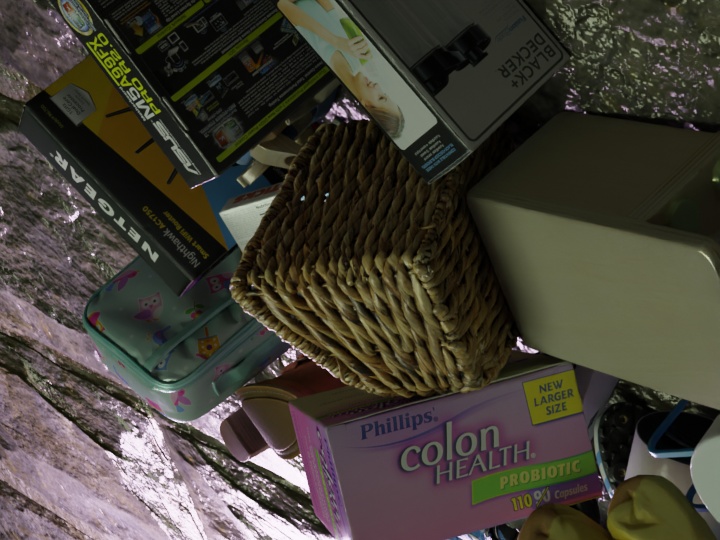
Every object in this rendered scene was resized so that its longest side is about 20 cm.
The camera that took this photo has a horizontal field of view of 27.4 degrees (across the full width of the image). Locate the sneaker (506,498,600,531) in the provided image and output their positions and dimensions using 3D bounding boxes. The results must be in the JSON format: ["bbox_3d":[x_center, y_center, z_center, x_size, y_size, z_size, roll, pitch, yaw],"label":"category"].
[{"bbox_3d":[0.121,0.165,1.210,0.200,0.067,0.091,31,-167,-14],"label":"sneaker"}]

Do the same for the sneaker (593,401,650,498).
[{"bbox_3d":[0.236,0.191,1.162,0.200,0.072,0.072,58,165,-10],"label":"sneaker"}]

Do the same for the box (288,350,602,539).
[{"bbox_3d":[0.054,0.127,1.071,0.200,0.176,0.097,175,82,-80],"label":"box"}]

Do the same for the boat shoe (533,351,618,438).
[{"bbox_3d":[0.157,0.085,1.137,0.068,0.072,0.200,35,156,17],"label":"boat shoe"}]

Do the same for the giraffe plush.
[{"bbox_3d":[0.208,0.241,0.961,0.200,0.173,0.162,-5,145,24],"label":"giraffe plush"}]

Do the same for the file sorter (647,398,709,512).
[{"bbox_3d":[0.304,0.149,0.962,0.200,0.123,0.139,53,151,-13],"label":"file sorter"}]

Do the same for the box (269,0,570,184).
[{"bbox_3d":[0.026,-0.169,0.940,0.200,0.117,0.060,50,148,-4],"label":"box"}]

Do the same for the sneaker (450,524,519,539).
[{"bbox_3d":[0.130,0.219,1.314,0.200,0.079,0.089,24,160,22],"label":"sneaker"}]

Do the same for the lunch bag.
[{"bbox_3d":[-0.131,0.031,1.310,0.160,0.200,0.077,34,155,37],"label":"lunch bag"}]

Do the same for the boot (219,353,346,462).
[{"bbox_3d":[-0.033,0.104,1.313,0.077,0.155,0.200,54,156,6],"label":"boot"}]

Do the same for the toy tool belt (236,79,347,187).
[{"bbox_3d":[-0.078,-0.128,1.118,0.125,0.123,0.200,38,150,15],"label":"toy tool belt"}]

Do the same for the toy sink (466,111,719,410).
[{"bbox_3d":[0.187,-0.012,0.927,0.200,0.112,0.130,16,139,50],"label":"toy sink"}]

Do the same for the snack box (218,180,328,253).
[{"bbox_3d":[-0.013,-0.045,1.157,0.200,0.024,0.072,-14,117,31],"label":"snack box"}]

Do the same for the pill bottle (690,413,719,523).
[{"bbox_3d":[0.273,0.061,0.811,0.114,0.200,0.114,33,148,24],"label":"pill bottle"}]

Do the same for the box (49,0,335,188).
[{"bbox_3d":[-0.084,-0.177,0.985,0.160,0.200,0.044,54,151,-14],"label":"box"}]

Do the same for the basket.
[{"bbox_3d":[0.027,-0.006,1.021,0.149,0.200,0.143,-8,127,27],"label":"basket"}]

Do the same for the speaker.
[{"bbox_3d":[0.222,0.206,1.080,0.081,0.081,0.200,24,118,35],"label":"speaker"}]

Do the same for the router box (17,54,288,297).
[{"bbox_3d":[-0.163,-0.099,1.241,0.200,0.149,0.051,45,152,1],"label":"router box"}]
